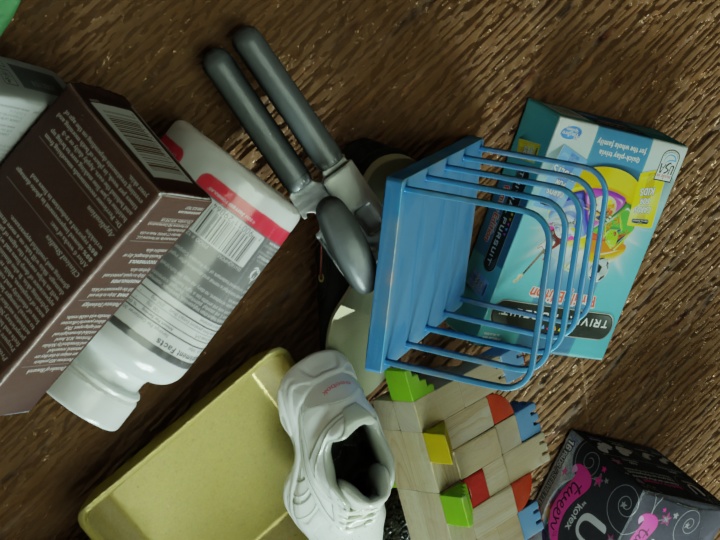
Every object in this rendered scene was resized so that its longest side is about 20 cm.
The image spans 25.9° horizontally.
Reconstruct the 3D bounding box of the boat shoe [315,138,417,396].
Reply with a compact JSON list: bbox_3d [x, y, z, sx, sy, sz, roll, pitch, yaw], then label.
[{"bbox_3d":[0.002,0.000,1.195,0.073,0.063,0.203,-3,112,-30],"label":"boat shoe"}]

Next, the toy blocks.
[{"bbox_3d":[0.093,0.150,1.261,0.136,0.100,0.202,-24,104,-38],"label":"toy blocks"}]

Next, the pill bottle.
[{"bbox_3d":[-0.141,0.007,1.073,0.111,0.111,0.201,36,92,-40],"label":"pill bottle"}]

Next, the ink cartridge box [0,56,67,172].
[{"bbox_3d":[-0.283,-0.050,0.957,0.200,0.057,0.162,-42,163,16],"label":"ink cartridge box"}]

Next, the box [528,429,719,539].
[{"bbox_3d":[0.225,0.270,1.453,0.131,0.115,0.201,16,104,-38],"label":"box"}]

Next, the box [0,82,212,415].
[{"bbox_3d":[-0.198,-0.010,0.993,0.200,0.100,0.075,-46,163,14],"label":"box"}]

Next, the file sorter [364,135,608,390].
[{"bbox_3d":[0.099,-0.007,1.147,0.200,0.122,0.140,-33,132,-66],"label":"file sorter"}]

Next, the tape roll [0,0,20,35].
[{"bbox_3d":[-0.291,-0.199,0.908,0.199,0.048,0.202,-16,122,-26],"label":"tape roll"}]

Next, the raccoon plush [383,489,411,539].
[{"bbox_3d":[0.007,0.223,1.317,0.133,0.097,0.202,-12,95,-23],"label":"raccoon plush"}]

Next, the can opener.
[{"bbox_3d":[-0.036,-0.078,1.092,0.052,0.066,0.201,-35,103,-3],"label":"can opener"}]

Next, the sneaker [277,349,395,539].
[{"bbox_3d":[-0.011,0.163,1.183,0.077,0.099,0.201,-24,129,-16],"label":"sneaker"}]

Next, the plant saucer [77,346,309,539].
[{"bbox_3d":[-0.105,0.174,1.227,0.200,0.048,0.201,-40,130,-10],"label":"plant saucer"}]

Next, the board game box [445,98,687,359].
[{"bbox_3d":[0.173,-0.030,1.304,0.150,0.047,0.201,8,109,-36],"label":"board game box"}]
